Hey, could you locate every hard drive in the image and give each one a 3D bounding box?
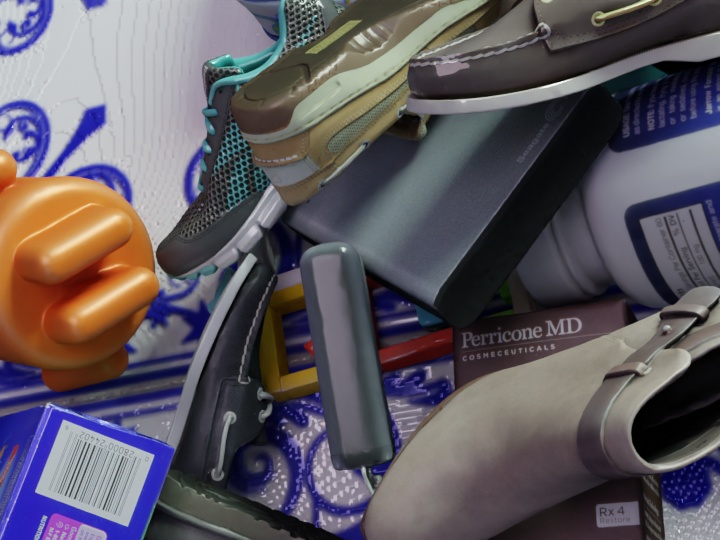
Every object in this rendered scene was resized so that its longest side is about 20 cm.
[{"bbox_3d":[0.043,-0.055,0.815,0.140,0.033,0.200,-53,29,-4],"label":"hard drive"}]

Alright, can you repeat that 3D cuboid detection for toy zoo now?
[{"bbox_3d":[0.000,0.000,0.899,0.199,0.020,0.132,-17,65,15],"label":"toy zoo"}]

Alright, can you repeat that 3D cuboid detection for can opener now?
[{"bbox_3d":[0.011,0.084,0.759,0.066,0.053,0.202,-14,83,1],"label":"can opener"}]

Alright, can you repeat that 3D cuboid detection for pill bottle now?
[{"bbox_3d":[0.181,-0.046,0.783,0.199,0.120,0.121,-14,65,27],"label":"pill bottle"}]

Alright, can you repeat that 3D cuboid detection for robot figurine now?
[{"bbox_3d":[-0.203,0.001,0.907,0.199,0.143,0.117,5,70,52],"label":"robot figurine"}]

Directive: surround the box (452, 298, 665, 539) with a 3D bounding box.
[{"bbox_3d":[0.107,0.124,0.780,0.099,0.075,0.202,-9,65,18],"label":"box"}]

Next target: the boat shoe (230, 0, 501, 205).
[{"bbox_3d":[0.017,-0.106,0.804,0.200,0.077,0.071,-37,29,-25],"label":"boat shoe"}]

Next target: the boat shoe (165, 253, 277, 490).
[{"bbox_3d":[-0.083,0.091,0.865,0.060,0.076,0.201,22,92,0],"label":"boat shoe"}]

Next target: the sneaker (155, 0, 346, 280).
[{"bbox_3d":[-0.066,-0.084,0.874,0.200,0.091,0.078,-48,16,12],"label":"sneaker"}]

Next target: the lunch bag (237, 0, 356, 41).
[{"bbox_3d":[0.017,-0.222,0.938,0.198,0.082,0.162,-1,70,25],"label":"lunch bag"}]

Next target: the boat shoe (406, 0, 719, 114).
[{"bbox_3d":[0.112,-0.124,0.723,0.198,0.060,0.072,-15,21,-7],"label":"boat shoe"}]

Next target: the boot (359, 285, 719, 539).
[{"bbox_3d":[0.099,0.074,0.669,0.199,0.146,0.070,-36,96,-12],"label":"boot"}]

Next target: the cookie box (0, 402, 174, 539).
[{"bbox_3d":[-0.185,0.165,0.810,0.075,0.200,0.172,24,75,-17],"label":"cookie box"}]

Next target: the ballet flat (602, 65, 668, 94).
[{"bbox_3d":[0.181,-0.169,0.878,0.200,0.069,0.063,-48,28,-4],"label":"ballet flat"}]

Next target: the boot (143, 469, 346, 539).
[{"bbox_3d":[-0.076,0.230,0.808,0.181,0.073,0.201,23,88,3],"label":"boot"}]

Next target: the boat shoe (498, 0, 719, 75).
[{"bbox_3d":[0.172,-0.149,0.805,0.072,0.199,0.069,163,116,-65],"label":"boat shoe"}]
